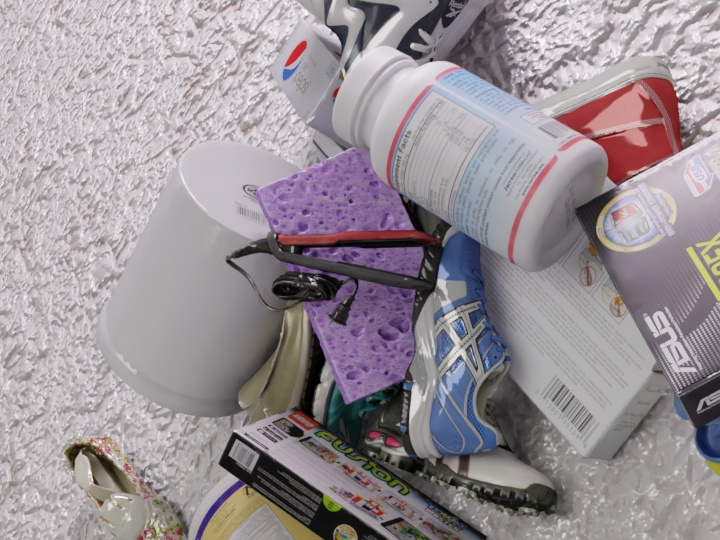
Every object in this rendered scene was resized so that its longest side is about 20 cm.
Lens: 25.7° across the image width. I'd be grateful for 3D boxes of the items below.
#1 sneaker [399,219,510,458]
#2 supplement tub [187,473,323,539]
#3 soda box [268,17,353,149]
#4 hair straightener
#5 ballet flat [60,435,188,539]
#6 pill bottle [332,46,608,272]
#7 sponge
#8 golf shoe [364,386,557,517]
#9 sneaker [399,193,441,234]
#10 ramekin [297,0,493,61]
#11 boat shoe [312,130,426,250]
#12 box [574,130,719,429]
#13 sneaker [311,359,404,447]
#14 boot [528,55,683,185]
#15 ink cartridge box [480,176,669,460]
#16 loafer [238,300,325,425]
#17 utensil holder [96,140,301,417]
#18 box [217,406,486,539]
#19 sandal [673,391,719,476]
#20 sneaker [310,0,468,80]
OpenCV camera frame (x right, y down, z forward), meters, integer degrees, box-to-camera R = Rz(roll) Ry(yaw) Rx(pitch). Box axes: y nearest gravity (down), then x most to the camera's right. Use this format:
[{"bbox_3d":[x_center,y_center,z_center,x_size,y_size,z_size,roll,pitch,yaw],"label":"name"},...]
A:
[{"bbox_3d":[0.082,0.051,1.251,0.077,0.076,0.200,4,84,16],"label":"sneaker"},{"bbox_3d":[-0.040,0.260,1.307,0.145,0.145,0.200,-57,44,11],"label":"supplement tub"},{"bbox_3d":[-0.028,-0.175,1.482,0.064,0.068,0.200,-57,22,12],"label":"soda box"},{"bbox_3d":[-0.029,0.006,1.260,0.200,0.041,0.077,2,83,33],"label":"hair straightener"},{"bbox_3d":[-0.244,0.232,1.583,0.200,0.064,0.076,38,101,46],"label":"ballet flat"},{"bbox_3d":[0.080,-0.091,1.207,0.200,0.109,0.109,33,99,24],"label":"pill bottle"},{"bbox_3d":[0.000,0.000,1.329,0.111,0.030,0.200,-22,81,-10],"label":"sponge"},{"bbox_3d":[0.086,0.139,1.285,0.200,0.077,0.088,18,81,47],"label":"golf shoe"},{"bbox_3d":[0.056,-0.075,1.389,0.082,0.077,0.200,-18,47,16],"label":"sneaker"},{"bbox_3d":[0.021,-0.270,1.432,0.098,0.200,0.201,-57,43,23],"label":"ramekin"},{"bbox_3d":[0.005,-0.058,1.451,0.066,0.072,0.200,-51,56,16],"label":"boat shoe"},{"bbox_3d":[0.257,-0.007,1.093,0.160,0.044,0.200,-28,43,8],"label":"box"},{"bbox_3d":[0.010,0.087,1.378,0.080,0.078,0.200,20,105,10],"label":"sneaker"},{"bbox_3d":[0.177,-0.069,1.285,0.200,0.072,0.144,-26,61,34],"label":"boot"},{"bbox_3d":[0.173,0.018,1.238,0.174,0.044,0.200,-55,53,20],"label":"ink cartridge box"},{"bbox_3d":[-0.071,0.104,1.406,0.068,0.076,0.200,17,111,15],"label":"loafer"},{"bbox_3d":[-0.129,0.005,1.449,0.200,0.170,0.170,-61,41,30],"label":"utensil holder"},{"bbox_3d":[-0.005,0.185,1.270,0.200,0.110,0.035,33,108,19],"label":"box"},{"bbox_3d":[0.280,0.047,1.120,0.079,0.087,0.200,12,81,48],"label":"sandal"},{"bbox_3d":[0.051,-0.187,1.306,0.129,0.079,0.199,-23,89,20],"label":"sneaker"}]
